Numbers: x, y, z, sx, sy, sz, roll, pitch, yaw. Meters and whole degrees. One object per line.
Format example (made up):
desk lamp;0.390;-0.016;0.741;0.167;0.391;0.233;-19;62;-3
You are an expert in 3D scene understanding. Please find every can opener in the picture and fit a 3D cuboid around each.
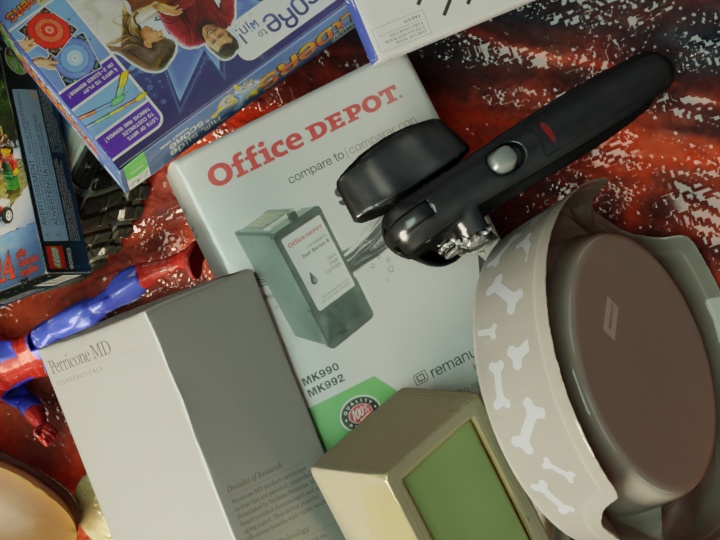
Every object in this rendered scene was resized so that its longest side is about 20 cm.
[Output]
can opener;0.086;-0.064;1.485;0.200;0.063;0.079;-28;89;-22

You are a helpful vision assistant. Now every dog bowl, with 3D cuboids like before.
dog bowl;0.131;0.054;1.483;0.059;0.200;0.200;-20;93;32

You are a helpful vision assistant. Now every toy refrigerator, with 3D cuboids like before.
toy refrigerator;0.060;0.165;1.473;0.070;0.076;0.200;1;123;51

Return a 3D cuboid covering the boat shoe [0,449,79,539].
boat shoe;-0.257;0.114;1.653;0.200;0.070;0.070;20;114;-5

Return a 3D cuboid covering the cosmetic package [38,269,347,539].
cosmetic package;-0.079;0.110;1.496;0.113;0.081;0.200;-23;92;50

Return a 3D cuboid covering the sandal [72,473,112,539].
sandal;-0.080;0.180;1.628;0.212;0.070;0.078;28;106;10

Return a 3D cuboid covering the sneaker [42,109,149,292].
sneaker;-0.171;-0.086;1.621;0.090;0.078;0.200;19;102;33

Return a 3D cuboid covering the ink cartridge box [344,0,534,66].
ink cartridge box;0.081;-0.189;1.491;0.200;0.044;0.094;-23;91;-5

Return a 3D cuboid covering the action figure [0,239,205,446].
action figure;-0.174;0.056;1.619;0.200;0.099;0.065;-19;122;21

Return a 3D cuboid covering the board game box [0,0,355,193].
board game box;-0.088;-0.153;1.529;0.200;0.034;0.135;-36;74;-10

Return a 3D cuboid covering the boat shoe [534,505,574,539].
boat shoe;0.139;0.200;1.542;0.071;0.070;0.200;-10;94;-8

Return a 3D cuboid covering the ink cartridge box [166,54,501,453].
ink cartridge box;0.000;0.000;1.539;0.146;0.084;0.200;-27;89;-5

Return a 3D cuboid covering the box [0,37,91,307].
box;-0.247;-0.037;1.611;0.200;0.038;0.137;-20;79;37
